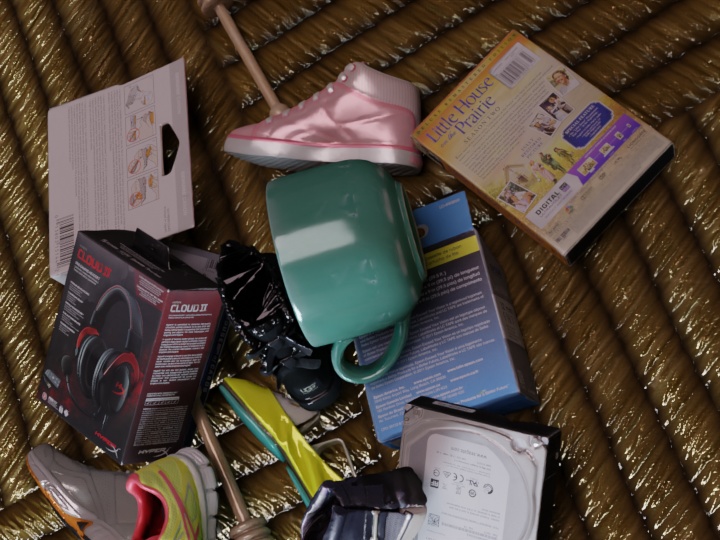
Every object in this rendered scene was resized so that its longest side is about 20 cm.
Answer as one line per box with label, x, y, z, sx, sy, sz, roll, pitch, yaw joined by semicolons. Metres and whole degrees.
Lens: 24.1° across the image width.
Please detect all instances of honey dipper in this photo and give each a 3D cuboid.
honey dipper;-0.123;-0.228;1.723;0.038;0.038;0.200;-34;68;14
honey dipper;-0.129;0.193;1.604;0.038;0.038;0.200;-30;73;16

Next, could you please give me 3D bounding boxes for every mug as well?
mug;-0.003;-0.011;1.492;0.114;0.185;0.152;-16;50;6

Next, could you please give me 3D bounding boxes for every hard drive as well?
hard drive;0.096;0.221;1.472;0.139;0.038;0.201;12;106;27

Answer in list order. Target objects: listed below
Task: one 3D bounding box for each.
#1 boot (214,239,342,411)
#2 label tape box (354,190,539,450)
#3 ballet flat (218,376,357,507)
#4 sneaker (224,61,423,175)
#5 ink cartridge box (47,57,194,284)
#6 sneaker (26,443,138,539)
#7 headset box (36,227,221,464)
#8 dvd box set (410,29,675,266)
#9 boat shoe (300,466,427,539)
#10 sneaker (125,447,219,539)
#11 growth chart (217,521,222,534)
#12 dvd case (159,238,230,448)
boot;-0.088;0.027;1.557;0.073;0.163;0.198;-29;53;4
label tape box;0.067;0.048;1.552;0.143;0.066;0.200;-21;67;19
ballet flat;-0.054;0.166;1.588;0.067;0.067;0.200;-35;67;-9
sneaker;-0.032;-0.149;1.638;0.200;0.075;0.105;3;84;18
ink cartridge box;-0.237;-0.098;1.723;0.176;0.045;0.200;-17;62;22
sneaker;-0.249;0.224;1.665;0.092;0.076;0.200;-39;52;-18
headset box;-0.218;0.061;1.604;0.149;0.075;0.200;31;111;39
dvd box set;0.164;-0.115;1.544;0.200;0.029;0.146;39;81;27
boat shoe;-0.017;0.248;1.477;0.075;0.093;0.200;-118;37;-43
sneaker;-0.175;0.269;1.560;0.078;0.090;0.201;-18;81;44
growth chart;-0.150;0.341;1.610;0.145;0.018;0.200;-28;68;16
dvd case;-0.207;0.069;1.698;0.150;0.025;0.200;15;84;28
